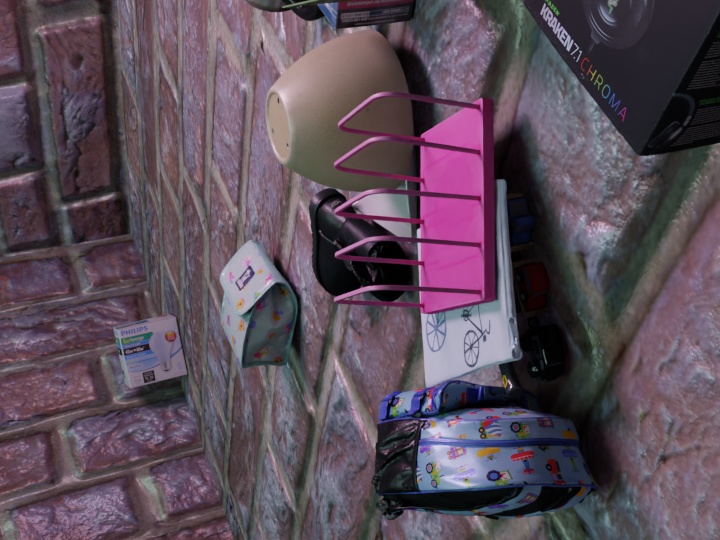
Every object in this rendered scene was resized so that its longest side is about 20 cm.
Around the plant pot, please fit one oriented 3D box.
[{"bbox_3d":[-0.039,-0.185,1.158,0.200,0.134,0.200,167,90,-70],"label":"plant pot"}]

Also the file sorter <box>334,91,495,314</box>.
[{"bbox_3d":[0.047,-0.064,0.952,0.139,0.125,0.200,160,113,-67],"label":"file sorter"}]

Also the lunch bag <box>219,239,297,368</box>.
[{"bbox_3d":[-0.198,0.062,1.821,0.170,0.122,0.200,-126,39,-52],"label":"lunch bag"}]

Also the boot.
[{"bbox_3d":[0.000,0.000,1.318,0.168,0.076,0.200,46,155,42],"label":"boot"}]

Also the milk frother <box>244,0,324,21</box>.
[{"bbox_3d":[-0.135,-0.423,1.268,0.181,0.200,0.188,66,157,19],"label":"milk frother"}]

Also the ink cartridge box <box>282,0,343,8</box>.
[{"bbox_3d":[0.031,-0.290,0.897,0.104,0.200,0.059,-152,53,-63],"label":"ink cartridge box"}]

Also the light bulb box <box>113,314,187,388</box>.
[{"bbox_3d":[-0.697,0.265,3.133,0.125,0.198,0.200,2,105,67],"label":"light bulb box"}]

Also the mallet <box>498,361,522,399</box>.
[{"bbox_3d":[0.134,0.053,0.984,0.066,0.041,0.200,108,160,-51],"label":"mallet"}]

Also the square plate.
[{"bbox_3d":[0.028,-0.156,1.230,0.200,0.028,0.198,-142,45,-60],"label":"square plate"}]

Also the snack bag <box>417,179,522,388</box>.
[{"bbox_3d":[0.110,0.015,0.978,0.200,0.021,0.189,145,126,-64],"label":"snack bag"}]

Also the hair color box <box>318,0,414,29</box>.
[{"bbox_3d":[0.016,-0.371,1.036,0.200,0.100,0.061,99,151,-44],"label":"hair color box"}]

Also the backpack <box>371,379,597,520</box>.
[{"bbox_3d":[0.130,0.182,0.952,0.200,0.183,0.135,-23,62,55],"label":"backpack"}]

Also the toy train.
[{"bbox_3d":[0.168,0.013,0.947,0.046,0.034,0.200,158,99,-67],"label":"toy train"}]

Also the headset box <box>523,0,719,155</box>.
[{"bbox_3d":[0.213,-0.210,0.620,0.200,0.093,0.174,106,145,-51],"label":"headset box"}]
